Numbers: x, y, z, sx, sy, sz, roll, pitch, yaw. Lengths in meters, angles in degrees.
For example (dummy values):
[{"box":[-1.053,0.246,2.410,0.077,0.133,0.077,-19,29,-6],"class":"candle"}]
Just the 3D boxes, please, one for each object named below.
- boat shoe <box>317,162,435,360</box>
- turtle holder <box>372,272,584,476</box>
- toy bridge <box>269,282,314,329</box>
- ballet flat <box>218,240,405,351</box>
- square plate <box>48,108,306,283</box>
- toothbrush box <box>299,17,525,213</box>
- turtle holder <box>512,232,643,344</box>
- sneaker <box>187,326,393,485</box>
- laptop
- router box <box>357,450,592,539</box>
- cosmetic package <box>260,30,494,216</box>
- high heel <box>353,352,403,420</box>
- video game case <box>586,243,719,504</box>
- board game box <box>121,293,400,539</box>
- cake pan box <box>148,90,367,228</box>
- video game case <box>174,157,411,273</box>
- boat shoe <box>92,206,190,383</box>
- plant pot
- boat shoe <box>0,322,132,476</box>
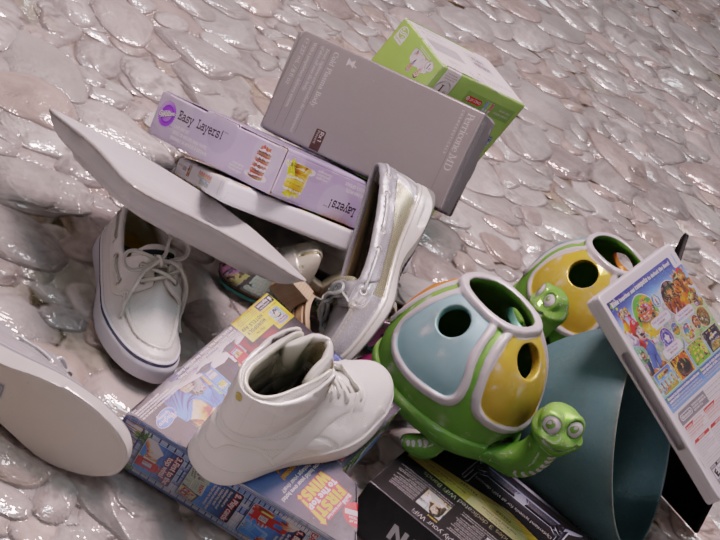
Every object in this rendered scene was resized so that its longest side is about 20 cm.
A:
[{"box":[0.001,-0.001,1.628,0.065,0.074,0.203,33,70,-16],"class":"boat shoe"},{"box":[0.094,0.088,1.515,0.140,0.132,0.186,17,29,-27],"class":"turtle holder"},{"box":[-0.077,0.077,1.573,0.067,0.027,0.200,49,33,-15],"class":"toy bridge"},{"box":[-0.033,0.016,1.690,0.199,0.071,0.069,25,31,-15],"class":"ballet flat"},{"box":[-0.163,-0.058,1.556,0.198,0.029,0.200,30,6,-37],"class":"square plate"},{"box":[0.048,-0.141,1.865,0.145,0.200,0.086,17,29,-48],"class":"toothbrush box"},{"box":[0.218,0.028,1.870,0.184,0.132,0.141,12,35,-36],"class":"turtle holder"},{"box":[-0.029,0.090,1.370,0.199,0.116,0.074,-20,62,-44],"class":"sneaker"},{"box":[0.321,0.110,1.760,0.115,0.188,0.201,20,50,7],"class":"laptop"},{"box":[0.104,0.228,1.512,0.200,0.052,0.157,39,28,13],"class":"router box"},{"box":[0.018,-0.140,1.734,0.199,0.108,0.090,24,2,13],"class":"cosmetic package"},{"box":[0.035,0.091,1.675,0.199,0.068,0.096,6,18,-42],"class":"high heel"},{"box":[0.286,0.087,1.574,0.143,0.018,0.201,-30,89,-49],"class":"video game case"},{"box":[-0.064,0.144,1.430,0.200,0.062,0.200,42,42,7],"class":"board game box"},{"box":[-0.083,-0.103,1.745,0.199,0.053,0.184,28,3,39],"class":"cake pan box"},{"box":[-0.067,-0.055,1.737,0.199,0.023,0.182,21,3,-22],"class":"video game case"},{"box":[-0.179,0.005,1.537,0.074,0.086,0.203,19,30,-24],"class":"boat shoe"},{"box":[0.194,0.144,1.634,0.134,0.202,0.200,5,18,24],"class":"plant pot"},{"box":[-0.254,0.083,1.361,0.199,0.072,0.069,25,31,6],"class":"boat shoe"}]
